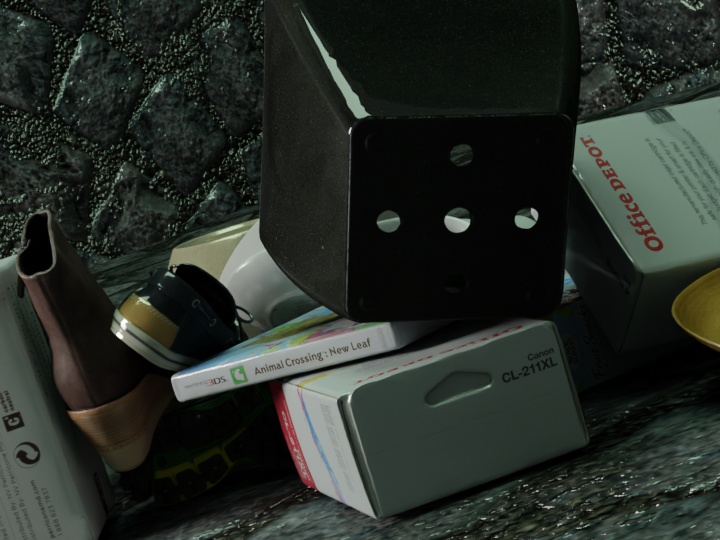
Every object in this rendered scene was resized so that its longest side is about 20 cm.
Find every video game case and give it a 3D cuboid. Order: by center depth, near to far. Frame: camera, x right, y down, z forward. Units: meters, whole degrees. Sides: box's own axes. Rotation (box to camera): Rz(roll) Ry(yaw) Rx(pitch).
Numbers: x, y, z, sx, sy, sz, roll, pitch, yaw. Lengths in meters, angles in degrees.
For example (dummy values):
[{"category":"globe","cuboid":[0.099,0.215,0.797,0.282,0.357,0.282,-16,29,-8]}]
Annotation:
[{"category":"video game case","cuboid":[-0.001,0.036,1.596,0.182,0.022,0.200,-15,5,34]}]

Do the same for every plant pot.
[{"category":"plant pot","cuboid":[0.047,-0.069,1.492,0.199,0.200,0.177,-2,25,-9]}]

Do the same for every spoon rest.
[{"category":"spoon rest","cuboid":[0.000,0.000,1.750,0.200,0.061,0.099,-10,-35,1]}]

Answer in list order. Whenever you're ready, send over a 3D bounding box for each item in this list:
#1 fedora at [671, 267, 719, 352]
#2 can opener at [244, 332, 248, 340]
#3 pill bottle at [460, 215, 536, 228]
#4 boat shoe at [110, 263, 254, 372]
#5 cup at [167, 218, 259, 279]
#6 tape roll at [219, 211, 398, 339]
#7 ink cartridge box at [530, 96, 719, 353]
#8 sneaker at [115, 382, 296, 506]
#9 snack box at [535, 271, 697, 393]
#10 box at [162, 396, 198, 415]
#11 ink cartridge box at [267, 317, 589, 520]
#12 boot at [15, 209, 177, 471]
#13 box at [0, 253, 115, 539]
[{"category":"fedora","cuboid":[0.286,-0.008,1.462,0.200,0.082,0.201,-4,21,2]},{"category":"can opener","cuboid":[-0.147,0.076,1.834,0.066,0.053,0.200,-45,7,-32]},{"category":"pill bottle","cuboid":[0.062,0.024,1.877,0.200,0.111,0.111,-22,8,-37]},{"category":"boat shoe","cuboid":[-0.112,0.033,1.640,0.062,0.075,0.200,-56,-13,3]},{"category":"cup","cuboid":[-0.094,0.034,2.074,0.200,0.144,0.200,-17,6,2]},{"category":"tape roll","cuboid":[-0.026,0.013,1.914,0.203,0.203,0.037,-21,46,-28]},{"category":"ink cartridge box","cuboid":[0.236,-0.039,1.631,0.200,0.146,0.084,-12,-41,-20]},{"category":"sneaker","cuboid":[-0.075,0.104,1.701,0.200,0.078,0.085,-17,6,11]},{"category":"snack box","cuboid":[0.161,0.033,1.719,0.200,0.068,0.169,-20,7,-29]},{"category":"box","cuboid":[-0.133,0.103,1.832,0.163,0.021,0.200,-16,-13,23]},{"category":"ink cartridge box","cuboid":[0.038,0.087,1.508,0.146,0.083,0.200,-18,6,-13]},{"category":"boot","cuboid":[-0.183,0.028,1.652,0.072,0.167,0.200,-19,24,4]},{"category":"box","cuboid":[-0.298,0.114,1.646,0.200,0.199,0.131,-19,7,2]}]
